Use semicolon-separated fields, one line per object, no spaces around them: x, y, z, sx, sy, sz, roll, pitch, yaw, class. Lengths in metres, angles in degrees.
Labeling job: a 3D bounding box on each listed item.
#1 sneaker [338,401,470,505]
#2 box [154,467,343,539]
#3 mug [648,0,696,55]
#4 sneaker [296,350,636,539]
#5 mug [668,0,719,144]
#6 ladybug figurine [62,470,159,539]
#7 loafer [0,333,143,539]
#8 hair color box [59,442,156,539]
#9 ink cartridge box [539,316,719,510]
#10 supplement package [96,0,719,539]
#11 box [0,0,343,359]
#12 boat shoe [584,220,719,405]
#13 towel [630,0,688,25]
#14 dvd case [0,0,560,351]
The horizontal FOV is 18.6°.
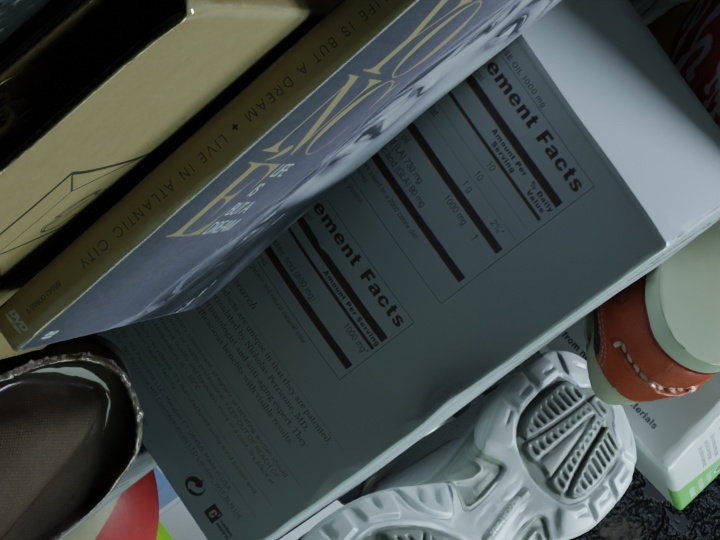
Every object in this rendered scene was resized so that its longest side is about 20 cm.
0.000;0.000;0.886;0.129;0.080;0.200;12;111;-32;sneaker
-0.076;0.111;1.144;0.199;0.113;0.101;-34;173;-25;box
0.184;-0.092;1.111;0.148;0.188;0.153;1;-171;37;mug
0.019;0.111;0.822;0.199;0.078;0.099;-33;179;-39;sneaker
0.214;-0.113;0.738;0.176;0.134;0.200;-12;151;-36;mug
-0.156;0.138;0.937;0.200;0.072;0.136;-41;-163;7;ladybug figurine
-0.136;0.082;0.652;0.071;0.074;0.199;15;-144;44;loafer
-0.163;0.099;0.806;0.200;0.061;0.099;-39;173;18;hair color box
0.175;-0.003;0.934;0.200;0.084;0.146;-44;164;-2;ink cartridge box
0.016;-0.008;0.753;0.200;0.110;0.114;-38;174;27;supplement package
-0.071;-0.023;0.565;0.163;0.021;0.200;-38;173;16;box
0.134;-0.039;0.837;0.063;0.071;0.201;-40;-154;57;boat shoe
0.191;-0.168;0.892;0.190;0.032;0.200;-33;174;-32;towel
0.002;-0.050;0.598;0.200;0.016;0.149;-41;173;13;dvd case
